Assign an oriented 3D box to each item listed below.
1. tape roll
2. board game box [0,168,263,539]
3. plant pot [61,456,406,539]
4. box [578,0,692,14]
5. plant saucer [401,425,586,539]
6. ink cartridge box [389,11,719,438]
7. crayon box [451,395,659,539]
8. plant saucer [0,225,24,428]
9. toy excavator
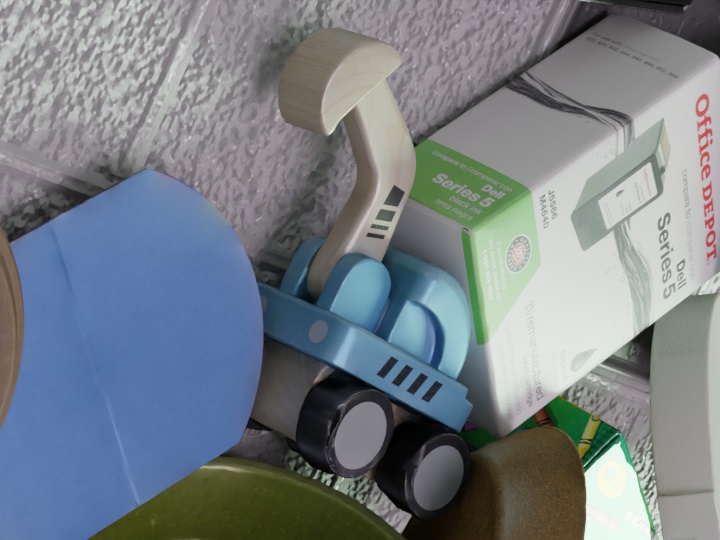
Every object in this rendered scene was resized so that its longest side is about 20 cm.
[{"bbox_3d":[0.212,0.114,1.525,0.203,0.037,0.204,-6,90,-74],"label":"tape roll"},{"bbox_3d":[-0.138,0.043,1.205,0.200,0.039,0.159,-32,121,-30],"label":"board game box"},{"bbox_3d":[-0.078,0.228,1.281,0.200,0.200,0.191,-11,132,-43],"label":"plant pot"},{"bbox_3d":[0.129,-0.241,1.321,0.193,0.047,0.201,1,110,-49],"label":"box"},{"bbox_3d":[0.051,0.168,1.307,0.035,0.200,0.201,23,94,-17],"label":"plant saucer"},{"bbox_3d":[0.110,-0.028,1.389,0.200,0.084,0.146,-35,133,-29],"label":"ink cartridge box"},{"bbox_3d":[0.113,0.150,1.464,0.058,0.119,0.200,-43,136,-21],"label":"crayon box"},{"bbox_3d":[-0.228,0.038,1.085,0.199,0.029,0.201,-12,110,-35],"label":"plant saucer"},{"bbox_3d":[0.000,0.000,1.286,0.194,0.100,0.201,31,82,-44],"label":"toy excavator"}]
